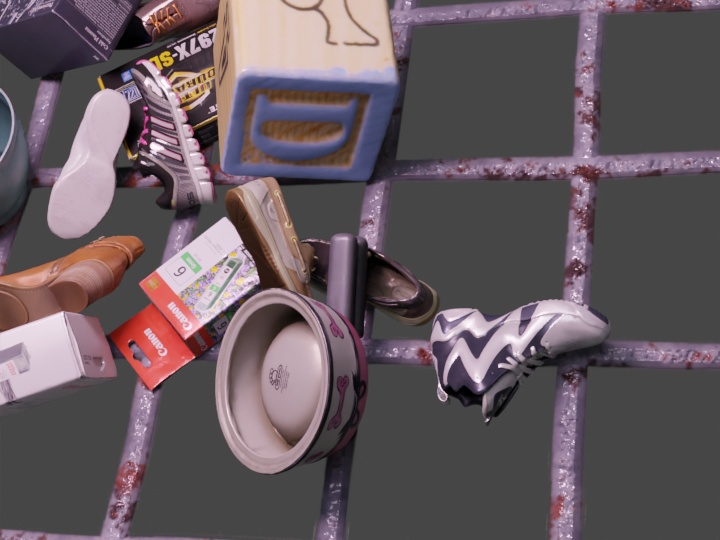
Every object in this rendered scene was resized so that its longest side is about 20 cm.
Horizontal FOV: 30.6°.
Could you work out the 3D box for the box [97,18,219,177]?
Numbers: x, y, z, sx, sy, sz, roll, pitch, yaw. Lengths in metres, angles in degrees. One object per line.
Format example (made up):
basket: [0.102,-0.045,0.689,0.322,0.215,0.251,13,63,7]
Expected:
box: [-0.232,-0.234,1.748,0.200,0.049,0.160,-26,55,-1]

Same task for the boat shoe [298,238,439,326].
boat shoe: [0.000,0.000,1.536,0.200,0.065,0.073,20,68,25]

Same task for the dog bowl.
dog bowl: [-0.072,0.121,1.429,0.200,0.074,0.201,-9,79,48]

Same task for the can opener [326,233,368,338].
can opener: [-0.033,0.059,1.480,0.067,0.053,0.201,1,85,27]

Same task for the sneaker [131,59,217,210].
sneaker: [-0.253,-0.163,1.649,0.087,0.074,0.200,-23,95,-7]

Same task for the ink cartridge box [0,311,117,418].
ink cartridge box: [-0.399,0.118,1.515,0.200,0.146,0.085,-17,84,3]

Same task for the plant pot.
plant pot: [-0.513,-0.132,1.710,0.200,0.134,0.201,-7,59,11]

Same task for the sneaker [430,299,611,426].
sneaker: [0.170,0.106,1.422,0.199,0.080,0.130,-1,61,15]

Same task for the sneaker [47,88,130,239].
sneaker: [-0.350,-0.137,1.704,0.200,0.075,0.088,-68,22,3]

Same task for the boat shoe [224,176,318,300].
boat shoe: [-0.084,-0.014,1.516,0.066,0.200,0.074,-30,17,-26]

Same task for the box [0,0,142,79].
box: [-0.393,-0.373,1.795,0.200,0.104,0.182,-3,56,45]

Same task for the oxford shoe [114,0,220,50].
oxford shoe: [-0.253,-0.340,1.772,0.200,0.071,0.073,-21,23,29]

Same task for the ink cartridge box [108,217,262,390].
ink cartridge box: [-0.204,0.039,1.576,0.200,0.050,0.109,-38,59,-10]

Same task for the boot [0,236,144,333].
boot: [-0.369,0.013,1.600,0.200,0.074,0.155,-5,21,22]

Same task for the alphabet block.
alphabet block: [-0.071,-0.246,1.585,0.195,0.197,0.200,3,57,-13]
